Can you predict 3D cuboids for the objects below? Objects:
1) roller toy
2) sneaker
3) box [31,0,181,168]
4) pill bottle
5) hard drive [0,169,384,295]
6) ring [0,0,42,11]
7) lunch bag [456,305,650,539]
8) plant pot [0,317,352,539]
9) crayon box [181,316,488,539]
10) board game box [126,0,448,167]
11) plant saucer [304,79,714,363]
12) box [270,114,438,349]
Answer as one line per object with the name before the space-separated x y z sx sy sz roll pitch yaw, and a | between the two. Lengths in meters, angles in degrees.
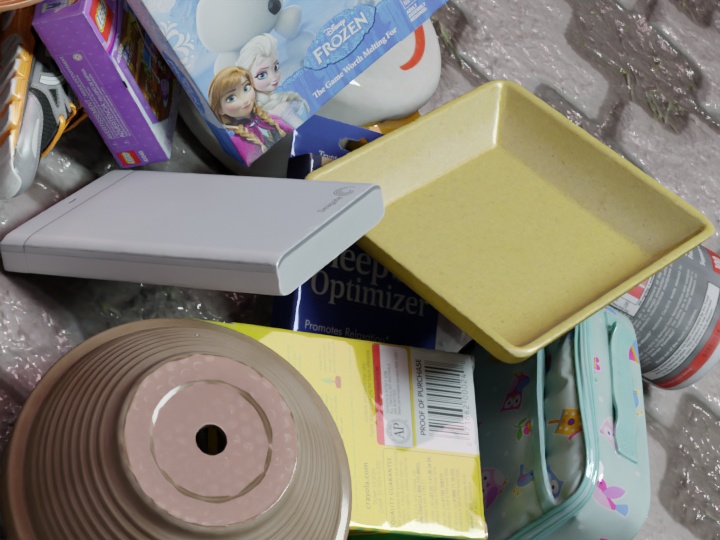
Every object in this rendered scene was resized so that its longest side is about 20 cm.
roller toy | -0.039 -0.157 1.314 0.181 0.140 0.201 23 42 -25
sneaker | -0.207 -0.117 1.172 0.077 0.078 0.201 30 38 -26
box | -0.158 -0.188 1.203 0.137 0.039 0.201 64 23 -47
pill bottle | 0.186 0.003 1.390 0.199 0.116 0.116 27 40 -22
hard drive | -0.103 -0.026 1.108 0.132 0.198 0.027 -40 128 -53
ring | -0.253 -0.234 1.110 0.199 0.019 0.202 8 51 -11
lunch bag | 0.117 0.108 1.185 0.077 0.160 0.201 27 41 -26
plant pot | -0.092 0.109 0.990 0.199 0.093 0.203 8 64 -16
crayon box | -0.024 0.104 1.110 0.198 0.051 0.128 10 62 -23
board game box | -0.052 -0.204 1.150 0.043 0.200 0.200 34 -19 54
plant saucer | 0.094 -0.026 1.176 0.199 0.049 0.200 -29 54 -35
box | 0.000 0.000 1.208 0.120 0.032 0.202 12 77 -34
